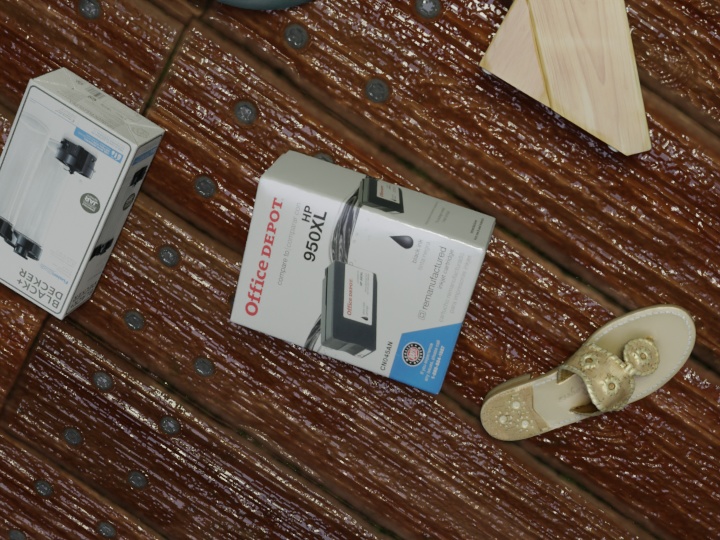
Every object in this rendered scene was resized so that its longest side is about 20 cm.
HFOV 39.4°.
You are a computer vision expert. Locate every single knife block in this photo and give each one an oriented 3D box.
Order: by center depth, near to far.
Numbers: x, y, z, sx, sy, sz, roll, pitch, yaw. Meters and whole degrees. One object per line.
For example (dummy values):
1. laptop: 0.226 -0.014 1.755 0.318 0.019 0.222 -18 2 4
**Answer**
1. knife block: 0.175 -0.210 0.760 0.199 0.064 0.176 31 116 0

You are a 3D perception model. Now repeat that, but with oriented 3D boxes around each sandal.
1. sandal: 0.198 0.107 0.878 0.211 0.070 0.078 -29 103 22

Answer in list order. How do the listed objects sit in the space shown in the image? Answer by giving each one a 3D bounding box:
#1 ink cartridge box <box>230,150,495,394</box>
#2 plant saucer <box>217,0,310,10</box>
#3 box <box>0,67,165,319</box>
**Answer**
1. ink cartridge box: 0.000 0.000 0.877 0.198 0.084 0.146 18 114 7
2. plant saucer: -0.072 -0.284 0.758 0.199 0.039 0.202 -5 129 -6
3. box: -0.276 -0.069 0.931 0.116 0.060 0.201 32 115 0
